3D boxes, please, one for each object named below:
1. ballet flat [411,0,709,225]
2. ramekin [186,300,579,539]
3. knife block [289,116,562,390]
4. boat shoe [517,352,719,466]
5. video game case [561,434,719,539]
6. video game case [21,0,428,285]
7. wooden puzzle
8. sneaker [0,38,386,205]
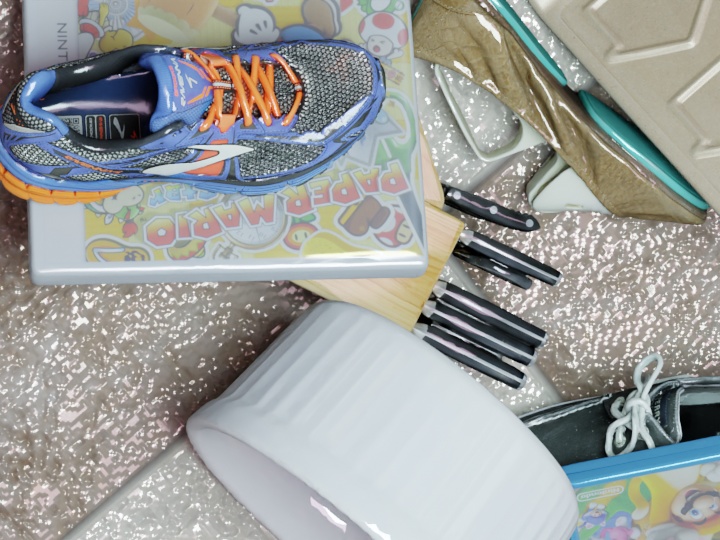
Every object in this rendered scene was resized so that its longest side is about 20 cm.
[{"bbox_3d":[0.098,-0.077,1.534,0.200,0.068,0.072,42,104,-17],"label":"ballet flat"},{"bbox_3d":[0.017,0.106,1.459,0.200,0.200,0.098,44,76,-17],"label":"ramekin"},{"bbox_3d":[0.000,0.000,1.506,0.199,0.064,0.176,-20,101,-14],"label":"knife block"},{"bbox_3d":[0.159,0.088,1.530,0.199,0.068,0.074,-1,54,9],"label":"boat shoe"},{"bbox_3d":[0.190,0.169,1.544,0.143,0.018,0.200,-11,129,2],"label":"video game case"},{"bbox_3d":[-0.070,-0.083,1.443,0.199,0.023,0.183,-1,72,-8],"label":"video game case"},{"bbox_3d":[0.218,-0.138,1.529,0.185,0.046,0.200,-41,75,2],"label":"wooden puzzle"},{"bbox_3d":[-0.082,-0.077,1.386,0.199,0.078,0.076,-12,74,-10],"label":"sneaker"}]
